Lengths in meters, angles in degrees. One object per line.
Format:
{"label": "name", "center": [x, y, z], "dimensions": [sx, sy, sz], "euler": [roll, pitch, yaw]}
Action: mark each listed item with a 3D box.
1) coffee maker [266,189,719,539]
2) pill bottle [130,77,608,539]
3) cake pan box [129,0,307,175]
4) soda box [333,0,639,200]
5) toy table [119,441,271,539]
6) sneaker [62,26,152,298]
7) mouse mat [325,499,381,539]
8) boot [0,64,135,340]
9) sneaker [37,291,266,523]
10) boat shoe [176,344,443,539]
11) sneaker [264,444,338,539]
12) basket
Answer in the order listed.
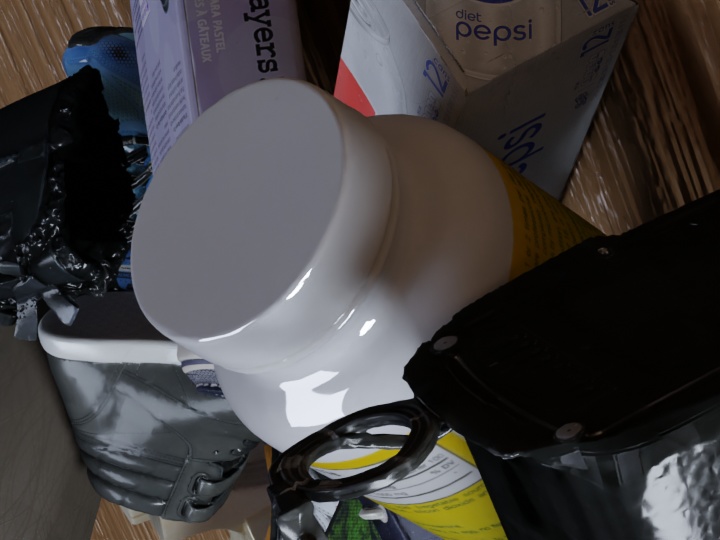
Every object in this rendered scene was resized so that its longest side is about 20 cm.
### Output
{"label": "coffee maker", "center": [0.094, 0.099, 0.733], "dimensions": [0.135, 0.192, 0.200], "euler": [-93, -15, -66]}
{"label": "pill bottle", "center": [0.026, 0.021, 0.805], "dimensions": [0.200, 0.113, 0.112], "euler": [33, -173, -42]}
{"label": "cake pan box", "center": [-0.058, -0.072, 1.030], "dimensions": [0.200, 0.052, 0.185], "euler": [147, 118, -79]}
{"label": "soda box", "center": [0.034, -0.055, 0.884], "dimensions": [0.064, 0.068, 0.200], "euler": [57, 164, 16]}
{"label": "toy table", "center": [-0.052, 0.139, 1.376], "dimensions": [0.200, 0.117, 0.184], "euler": [47, 159, 43]}
{"label": "sneaker", "center": [-0.090, -0.026, 1.232], "dimensions": [0.078, 0.090, 0.200], "euler": [-2, 123, 42]}
{"label": "mouse mat", "center": [0.001, 0.189, 1.089], "dimensions": [0.200, 0.008, 0.161], "euler": [112, 147, -41]}
{"label": "boot", "center": [-0.185, -0.055, 1.202], "dimensions": [0.073, 0.162, 0.199], "euler": [33, -134, -47]}
{"label": "sneaker", "center": [-0.050, 0.068, 1.189], "dimensions": [0.200, 0.071, 0.099], "euler": [4, 119, 22]}
{"label": "boat shoe", "center": [0.010, 0.072, 0.963], "dimensions": [0.200, 0.075, 0.093], "euler": [6, 86, 34]}
{"label": "sneaker", "center": [-0.006, 0.128, 1.219], "dimensions": [0.077, 0.078, 0.200], "euler": [-25, 71, 63]}
{"label": "basket", "center": [-0.184, 0.052, 1.277], "dimensions": [0.180, 0.200, 0.136], "euler": [21, 160, 10]}
